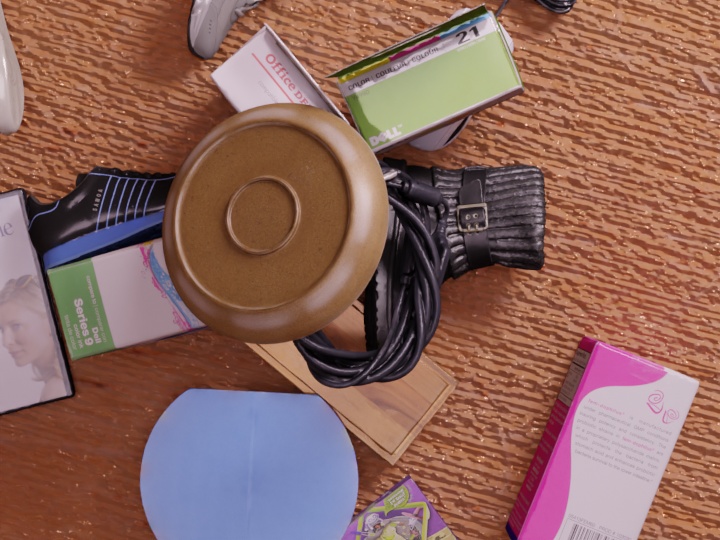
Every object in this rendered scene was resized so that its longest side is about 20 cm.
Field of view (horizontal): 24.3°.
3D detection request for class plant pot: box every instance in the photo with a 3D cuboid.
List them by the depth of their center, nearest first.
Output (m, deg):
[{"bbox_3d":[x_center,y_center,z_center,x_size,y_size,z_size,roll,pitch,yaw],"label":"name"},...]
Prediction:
[{"bbox_3d":[-0.075,-0.042,1.345,0.199,0.027,0.201,-5,76,19],"label":"plant pot"}]

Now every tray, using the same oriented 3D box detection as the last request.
[{"bbox_3d":[-0.017,0.078,1.545,0.200,0.037,0.099,39,90,-2],"label":"tray"}]

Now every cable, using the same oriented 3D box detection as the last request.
[{"bbox_3d":[0.000,0.000,1.393,0.163,0.051,0.201,31,70,-32],"label":"cable"}]

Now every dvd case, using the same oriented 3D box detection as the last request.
[{"bbox_3d":[-0.355,0.037,1.546,0.142,0.018,0.201,-14,91,0],"label":"dvd case"}]

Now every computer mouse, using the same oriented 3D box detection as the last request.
[{"bbox_3d":[0.103,-0.199,1.537,0.109,0.044,0.200,32,90,-3],"label":"computer mouse"}]

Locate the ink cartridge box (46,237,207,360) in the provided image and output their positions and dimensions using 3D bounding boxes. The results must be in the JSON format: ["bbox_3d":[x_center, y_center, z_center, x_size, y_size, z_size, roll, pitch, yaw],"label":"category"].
[{"bbox_3d":[-0.147,0.010,1.460,0.199,0.145,0.088,-17,89,16],"label":"ink cartridge box"}]

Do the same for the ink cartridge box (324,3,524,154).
[{"bbox_3d":[0.057,-0.158,1.416,0.147,0.200,0.076,-23,92,8],"label":"ink cartridge box"}]

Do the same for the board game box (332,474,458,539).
[{"bbox_3d":[0.003,0.298,1.554,0.200,0.032,0.120,-37,96,-1],"label":"board game box"}]

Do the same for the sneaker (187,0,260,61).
[{"bbox_3d":[-0.088,-0.274,1.519,0.092,0.076,0.201,27,92,-6],"label":"sneaker"}]

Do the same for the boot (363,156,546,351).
[{"bbox_3d":[0.088,-0.003,1.504,0.157,0.079,0.212,7,77,-4],"label":"boot"}]

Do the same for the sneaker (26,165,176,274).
[{"bbox_3d":[-0.207,-0.065,1.521,0.199,0.070,0.078,-21,80,-6],"label":"sneaker"}]

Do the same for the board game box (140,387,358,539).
[{"bbox_3d":[-0.102,0.188,1.544,0.199,0.039,0.159,3,91,-1],"label":"board game box"}]

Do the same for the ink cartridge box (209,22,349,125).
[{"bbox_3d":[-0.068,-0.142,1.456,0.068,0.200,0.116,-40,91,0],"label":"ink cartridge box"}]

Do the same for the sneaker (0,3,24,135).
[{"bbox_3d":[-0.364,-0.213,1.515,0.084,0.075,0.201,-15,82,-2],"label":"sneaker"}]

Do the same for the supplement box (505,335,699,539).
[{"bbox_3d":[0.217,0.171,1.519,0.101,0.103,0.201,22,92,-1],"label":"supplement box"}]
